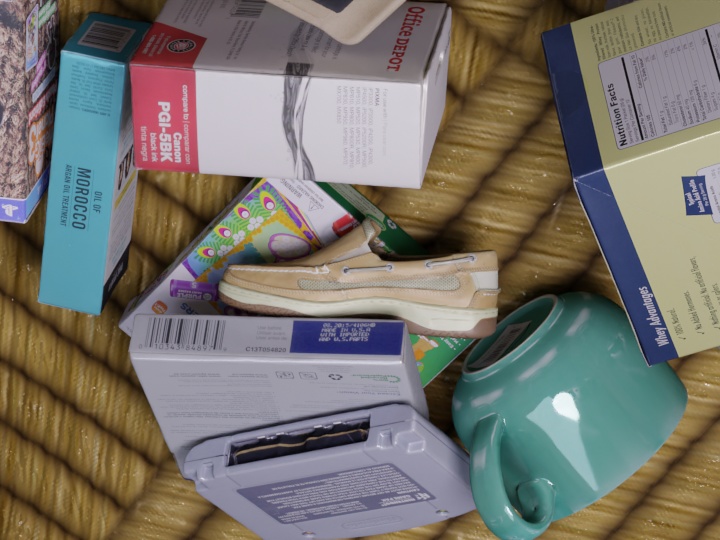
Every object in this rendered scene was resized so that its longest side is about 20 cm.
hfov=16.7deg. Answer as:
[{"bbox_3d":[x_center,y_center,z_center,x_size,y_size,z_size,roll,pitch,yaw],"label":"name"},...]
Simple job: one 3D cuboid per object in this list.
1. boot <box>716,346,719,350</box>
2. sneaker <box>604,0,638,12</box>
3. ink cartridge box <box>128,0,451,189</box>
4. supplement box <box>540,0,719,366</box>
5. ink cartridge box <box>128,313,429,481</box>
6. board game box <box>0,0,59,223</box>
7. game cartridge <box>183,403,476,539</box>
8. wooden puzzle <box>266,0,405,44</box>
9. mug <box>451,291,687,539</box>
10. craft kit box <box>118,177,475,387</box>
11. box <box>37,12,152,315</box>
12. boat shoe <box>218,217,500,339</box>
[{"bbox_3d":[0.359,0.046,1.740,0.200,0.072,0.155,-31,105,22],"label":"boot"},{"bbox_3d":[0.244,-0.148,1.670,0.200,0.075,0.115,31,163,-35],"label":"sneaker"},{"bbox_3d":[-0.044,-0.126,1.677,0.199,0.147,0.083,5,118,8],"label":"ink cartridge box"},{"bbox_3d":[0.243,-0.072,1.562,0.199,0.135,0.200,-17,137,11],"label":"supplement box"},{"bbox_3d":[-0.052,0.095,1.777,0.199,0.041,0.200,1,149,8],"label":"ink cartridge box"},{"bbox_3d":[-0.301,-0.150,1.735,0.159,0.097,0.201,6,116,7],"label":"board game box"},{"bbox_3d":[-0.012,0.152,1.791,0.199,0.041,0.133,-12,142,29],"label":"game cartridge"},{"bbox_3d":[-0.023,-0.232,1.525,0.200,0.037,0.185,27,128,-34],"label":"wooden puzzle"},{"bbox_3d":[0.139,0.093,1.733,0.152,0.185,0.115,-36,102,14],"label":"mug"},{"bbox_3d":[-0.042,0.034,1.815,0.200,0.049,0.198,40,118,-11],"label":"craft kit box"},{"bbox_3d":[-0.190,-0.076,1.763,0.049,0.082,0.201,12,117,5],"label":"box"},{"bbox_3d":[0.000,0.000,1.738,0.199,0.072,0.076,5,99,1],"label":"boat shoe"}]
